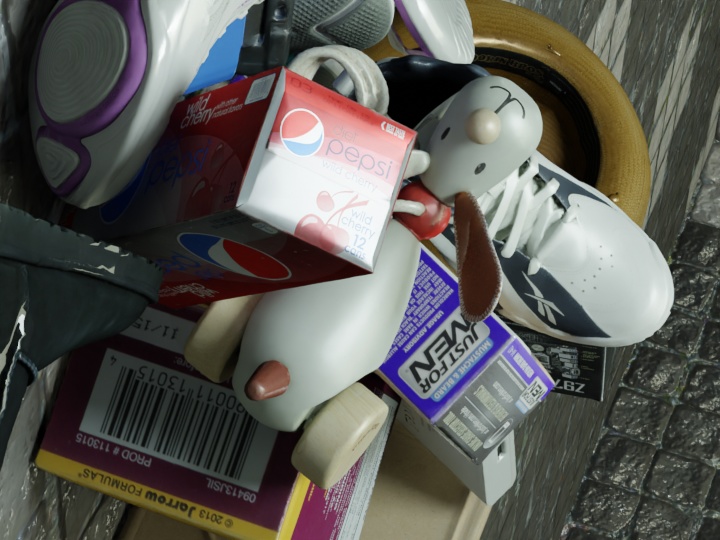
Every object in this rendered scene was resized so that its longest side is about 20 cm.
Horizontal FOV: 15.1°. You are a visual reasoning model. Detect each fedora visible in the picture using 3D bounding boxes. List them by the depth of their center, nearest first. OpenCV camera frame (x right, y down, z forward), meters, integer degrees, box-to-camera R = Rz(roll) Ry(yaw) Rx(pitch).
[{"bbox_3d":[0.059,-0.055,1.498,0.201,0.200,0.082,-67,-174,-28],"label":"fedora"}]

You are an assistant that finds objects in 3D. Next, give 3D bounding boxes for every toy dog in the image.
[{"bbox_3d":[-0.002,-0.001,1.197,0.096,0.131,0.201,-8,116,-82],"label":"toy dog"}]

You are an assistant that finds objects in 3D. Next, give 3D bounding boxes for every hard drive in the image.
[{"bbox_3d":[0.005,0.033,1.469,0.026,0.200,0.132,-41,159,-13],"label":"hard drive"}]

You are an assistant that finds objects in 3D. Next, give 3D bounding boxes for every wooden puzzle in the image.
[{"bbox_3d":[-0.030,0.140,1.496,0.201,0.184,0.037,-67,-175,-32],"label":"wooden puzzle"}]

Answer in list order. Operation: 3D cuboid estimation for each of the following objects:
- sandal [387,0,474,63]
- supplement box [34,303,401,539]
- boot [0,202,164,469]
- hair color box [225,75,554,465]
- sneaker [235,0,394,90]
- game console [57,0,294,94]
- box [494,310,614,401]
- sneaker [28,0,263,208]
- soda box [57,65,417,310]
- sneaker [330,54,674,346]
[{"bbox_3d":[0.023,-0.142,1.414,0.083,0.050,0.203,61,9,-12],"label":"sandal"},{"bbox_3d":[-0.064,0.078,1.357,0.200,0.130,0.104,43,65,-78],"label":"supplement box"},{"bbox_3d":[-0.152,0.056,1.060,0.198,0.073,0.164,21,83,-71],"label":"boot"},{"bbox_3d":[0.000,0.000,1.344,0.065,0.200,0.109,-44,160,0],"label":"hair color box"},{"bbox_3d":[-0.027,-0.143,1.347,0.200,0.070,0.081,145,-49,-76],"label":"sneaker"},{"bbox_3d":[-0.082,-0.186,1.182,0.171,0.117,0.201,-110,-155,-53],"label":"game console"},{"bbox_3d":[0.059,-0.007,1.621,0.164,0.199,0.087,81,21,-64],"label":"box"},{"bbox_3d":[-0.067,-0.113,1.105,0.099,0.075,0.201,9,112,-48],"label":"sneaker"},{"bbox_3d":[-0.057,-0.031,1.140,0.200,0.070,0.064,-9,-120,62],"label":"soda box"},{"bbox_3d":[0.061,-0.038,1.297,0.080,0.199,0.130,-46,167,1],"label":"sneaker"}]
